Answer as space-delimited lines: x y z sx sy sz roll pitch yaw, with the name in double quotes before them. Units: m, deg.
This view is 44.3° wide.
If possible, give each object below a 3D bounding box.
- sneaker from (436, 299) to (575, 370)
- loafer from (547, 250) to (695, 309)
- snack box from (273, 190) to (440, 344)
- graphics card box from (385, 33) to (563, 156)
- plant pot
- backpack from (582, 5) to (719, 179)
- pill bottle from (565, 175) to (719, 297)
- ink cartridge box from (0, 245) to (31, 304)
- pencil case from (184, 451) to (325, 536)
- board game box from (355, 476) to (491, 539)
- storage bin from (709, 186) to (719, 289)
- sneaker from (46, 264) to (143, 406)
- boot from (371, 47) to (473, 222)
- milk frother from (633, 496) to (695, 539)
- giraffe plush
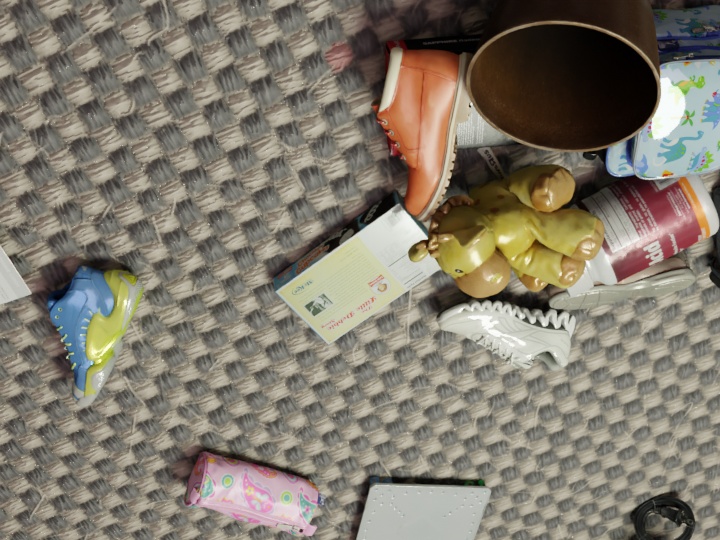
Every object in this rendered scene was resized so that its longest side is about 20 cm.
"sneaker" 0.198 0.088 1.194 0.198 0.082 0.075 8 164 -12
"loafer" 0.347 0.007 1.200 0.198 0.063 0.072 -9 157 0
"snack box" 0.000 0.000 1.141 0.199 0.037 0.116 -35 121 13
"graphics card box" 0.127 -0.205 1.019 0.198 0.051 0.126 -6 124 -4
"plant pot" 0.216 -0.258 0.901 0.185 0.201 0.187 12 153 6
"backpack" 0.372 -0.198 1.008 0.198 0.147 0.184 -10 127 -6
"pill bottle" 0.333 -0.053 1.116 0.199 0.115 0.114 -28 123 9
"ink cartridge box" -0.508 -0.030 1.033 0.172 0.044 0.201 -19 124 3
"pencil case" -0.157 0.332 1.306 0.199 0.088 0.088 23 117 -21
"board game box" 0.092 0.414 1.436 0.198 0.026 0.201 5 122 -13
"storage bin" 0.536 -0.036 1.121 0.144 0.200 0.135 -18 115 3
"sneaker" -0.351 0.075 1.120 0.104 0.076 0.201 24 110 -9
"boot" 0.060 -0.151 0.980 0.106 0.075 0.201 10 121 -1
"milk frother" 0.524 0.509 1.515 0.201 0.180 0.188 -52 158 -8
"giraffe plush" 0.153 -0.040 1.023 0.162 0.200 0.173 -32 160 -33
